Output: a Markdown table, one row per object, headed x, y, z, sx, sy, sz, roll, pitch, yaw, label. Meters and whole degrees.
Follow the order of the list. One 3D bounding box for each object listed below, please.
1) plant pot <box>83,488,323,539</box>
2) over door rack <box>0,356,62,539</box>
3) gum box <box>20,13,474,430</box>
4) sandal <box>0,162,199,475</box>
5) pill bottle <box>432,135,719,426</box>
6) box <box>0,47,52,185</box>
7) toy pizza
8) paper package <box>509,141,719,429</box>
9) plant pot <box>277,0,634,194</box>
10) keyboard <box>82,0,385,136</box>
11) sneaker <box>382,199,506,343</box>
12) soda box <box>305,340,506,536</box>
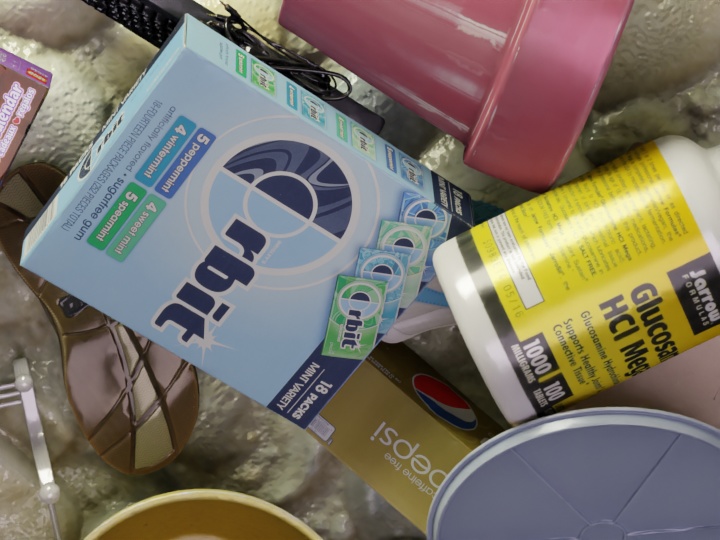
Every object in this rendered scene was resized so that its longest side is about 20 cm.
| x | y | z | sx | sy | sz | roll | pitch | yaw | label |
| --- | --- | --- | --- | --- | --- | --- | --- | --- | --- |
| -0.098 | 0.221 | 1.519 | 0.198 | 0.142 | 0.202 | -1 | 96 | -5 | plant pot |
| -0.251 | 0.164 | 1.523 | 0.147 | 0.067 | 0.201 | -11 | 112 | -5 | over door rack |
| -0.064 | -0.023 | 1.416 | 0.199 | 0.045 | 0.170 | 31 | 115 | -20 | gum box |
| -0.156 | 0.025 | 1.498 | 0.080 | 0.054 | 0.201 | -26 | 98 | 5 | sandal |
| 0.149 | -0.004 | 1.366 | 0.199 | 0.113 | 0.113 | -26 | 113 | 5 | pill bottle |
| -0.283 | -0.055 | 1.443 | 0.136 | 0.039 | 0.201 | 26 | 105 | -12 | box |
| 0.136 | 0.140 | 1.410 | 0.199 | 0.032 | 0.201 | 0 | 134 | 0 | toy pizza |
| 0.208 | 0.047 | 1.479 | 0.190 | 0.103 | 0.201 | 25 | 90 | -5 | paper package |
| 0.058 | -0.166 | 1.396 | 0.178 | 0.200 | 0.201 | 20 | 107 | 0 | plant pot |
| -0.083 | -0.116 | 1.425 | 0.199 | 0.104 | 0.040 | 30 | 70 | -18 | keyboard |
| 0.000 | 0.000 | 1.500 | 0.198 | 0.077 | 0.081 | 5 | 111 | -10 | sneaker |
| 0.059 | 0.124 | 1.514 | 0.200 | 0.068 | 0.064 | 41 | 110 | 6 | soda box |
